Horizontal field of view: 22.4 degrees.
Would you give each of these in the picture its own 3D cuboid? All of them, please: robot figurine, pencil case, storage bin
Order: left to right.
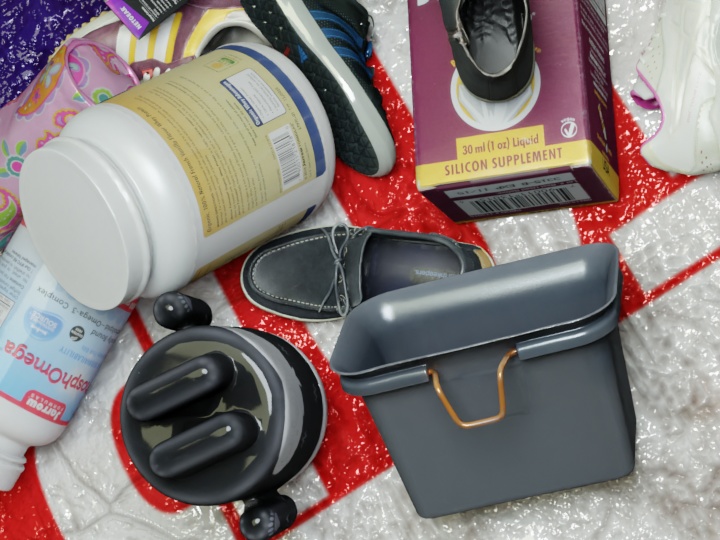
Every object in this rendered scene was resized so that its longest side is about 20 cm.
[{"bbox_3d":[-0.254,-0.092,1.409,0.200,0.087,0.088,-40,66,29],"label":"pencil case"},{"bbox_3d":[-0.096,0.101,1.274,0.124,0.200,0.151,14,91,13],"label":"robot figurine"},{"bbox_3d":[0.097,0.085,1.234,0.199,0.146,0.135,-15,110,16],"label":"storage bin"}]

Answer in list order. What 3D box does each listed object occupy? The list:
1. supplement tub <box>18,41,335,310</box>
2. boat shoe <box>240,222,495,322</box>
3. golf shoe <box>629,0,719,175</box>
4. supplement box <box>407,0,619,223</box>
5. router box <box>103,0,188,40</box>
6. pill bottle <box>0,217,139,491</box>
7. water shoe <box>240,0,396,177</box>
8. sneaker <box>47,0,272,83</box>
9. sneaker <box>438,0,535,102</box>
[{"bbox_3d":[-0.131,-0.068,1.311,0.199,0.145,0.144,-30,61,-37],"label":"supplement tub"},{"bbox_3d":[0.000,0.000,1.340,0.198,0.062,0.075,2,80,21],"label":"boat shoe"},{"bbox_3d":[0.232,-0.164,1.294,0.091,0.075,0.202,-8,73,21],"label":"golf shoe"},{"bbox_3d":[0.110,-0.148,1.315,0.130,0.103,0.202,-9,74,19],"label":"supplement box"},{"bbox_3d":[-0.154,-0.286,1.421,0.149,0.051,0.200,-37,41,5],"label":"router box"},{"bbox_3d":[-0.253,0.061,1.388,0.108,0.109,0.201,29,88,23],"label":"pill bottle"},{"bbox_3d":[-0.015,-0.169,1.378,0.079,0.071,0.201,-30,87,-28],"label":"water shoe"},{"bbox_3d":[-0.162,-0.163,1.428,0.199,0.075,0.090,-33,64,10],"label":"sneaker"},{"bbox_3d":[0.079,-0.217,1.206,0.074,0.106,0.202,-15,87,2],"label":"sneaker"}]
